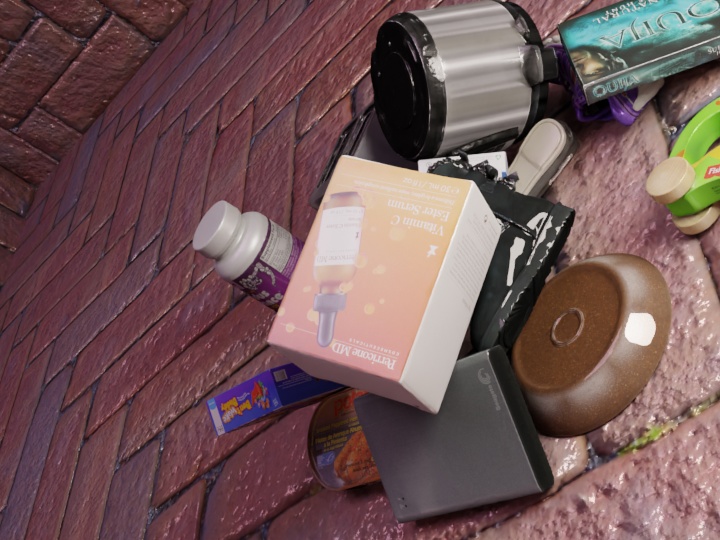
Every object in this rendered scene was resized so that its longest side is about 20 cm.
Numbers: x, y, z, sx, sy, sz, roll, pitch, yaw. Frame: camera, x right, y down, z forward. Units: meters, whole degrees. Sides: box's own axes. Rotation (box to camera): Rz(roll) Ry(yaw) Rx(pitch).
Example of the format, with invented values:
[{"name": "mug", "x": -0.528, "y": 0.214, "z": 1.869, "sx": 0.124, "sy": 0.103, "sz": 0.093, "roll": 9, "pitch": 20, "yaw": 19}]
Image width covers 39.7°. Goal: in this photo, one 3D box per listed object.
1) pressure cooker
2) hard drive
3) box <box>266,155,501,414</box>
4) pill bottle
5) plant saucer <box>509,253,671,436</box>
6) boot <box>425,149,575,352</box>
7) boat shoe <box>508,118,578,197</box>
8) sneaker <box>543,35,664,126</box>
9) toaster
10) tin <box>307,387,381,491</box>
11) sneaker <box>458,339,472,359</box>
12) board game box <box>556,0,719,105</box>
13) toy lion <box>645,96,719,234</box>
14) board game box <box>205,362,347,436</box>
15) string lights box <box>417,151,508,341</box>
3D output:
[{"name": "pressure cooker", "x": 0.130, "y": -0.226, "z": 1.172, "sx": 0.180, "sy": 0.197, "sz": 0.177, "roll": 101, "pitch": 147, "yaw": -47}, {"name": "hard drive", "x": 0.089, "y": 0.169, "z": 1.001, "sx": 0.199, "sy": 0.033, "sz": 0.141, "roll": -26, "pitch": 83, "yaw": 43}, {"name": "box", "x": 0.026, "y": 0.012, "z": 0.960, "sx": 0.150, "sy": 0.106, "sz": 0.203, "roll": 13, "pitch": 73, "yaw": 28}, {"name": "pill bottle", "x": -0.146, "y": -0.016, "z": 1.475, "sx": 0.112, "sy": 0.199, "sz": 0.113, "roll": -38, "pitch": 33, "yaw": 31}, {"name": "plant saucer", "x": 0.214, "y": 0.063, "z": 0.988, "sx": 0.200, "sy": 0.036, "sz": 0.202, "roll": -39, "pitch": 33, "yaw": 30}, {"name": "boot", "x": 0.115, "y": -0.020, "z": 1.034, "sx": 0.161, "sy": 0.074, "sz": 0.200, "roll": 24, "pitch": 73, "yaw": 21}, {"name": "boat shoe", "x": 0.186, "y": -0.090, "z": 1.185, "sx": 0.201, "sy": 0.057, "sz": 0.067, "roll": -51, "pitch": 54, "yaw": 20}, {"name": "sneaker", "x": 0.261, "y": -0.217, "z": 1.159, "sx": 0.084, "sy": 0.080, "sz": 0.200, "roll": -60, "pitch": 28, "yaw": 7}, {"name": "toaster", "x": 0.028, "y": -0.141, "z": 1.375, "sx": 0.202, "sy": 0.118, "sz": 0.181, "roll": -66, "pitch": 14, "yaw": -18}, {"name": "tin", "x": 0.011, "y": 0.188, "z": 1.149, "sx": 0.199, "sy": 0.041, "sz": 0.114, "roll": -26, "pitch": 68, "yaw": 45}, {"name": "sneaker", "x": 0.087, "y": 0.055, "z": 1.187, "sx": 0.087, "sy": 0.075, "sz": 0.201, "roll": -34, "pitch": 36, "yaw": 8}, {"name": "board game box", "x": 0.320, "y": -0.255, "z": 1.062, "sx": 0.197, "sy": 0.028, "sz": 0.136, "roll": -19, "pitch": 40, "yaw": 11}, {"name": "toy lion", "x": 0.378, "y": -0.138, "z": 0.911, "sx": 0.199, "sy": 0.068, "sz": 0.193, "roll": -11, "pitch": 45, "yaw": 55}, {"name": "board game box", "x": -0.069, "y": 0.139, "z": 1.213, "sx": 0.134, "sy": 0.198, "sz": 0.045, "roll": -29, "pitch": 78, "yaw": 43}, {"name": "string lights box", "x": 0.118, "y": -0.026, "z": 1.108, "sx": 0.101, "sy": 0.059, "sz": 0.203, "roll": -4, "pitch": 67, "yaw": 12}]
